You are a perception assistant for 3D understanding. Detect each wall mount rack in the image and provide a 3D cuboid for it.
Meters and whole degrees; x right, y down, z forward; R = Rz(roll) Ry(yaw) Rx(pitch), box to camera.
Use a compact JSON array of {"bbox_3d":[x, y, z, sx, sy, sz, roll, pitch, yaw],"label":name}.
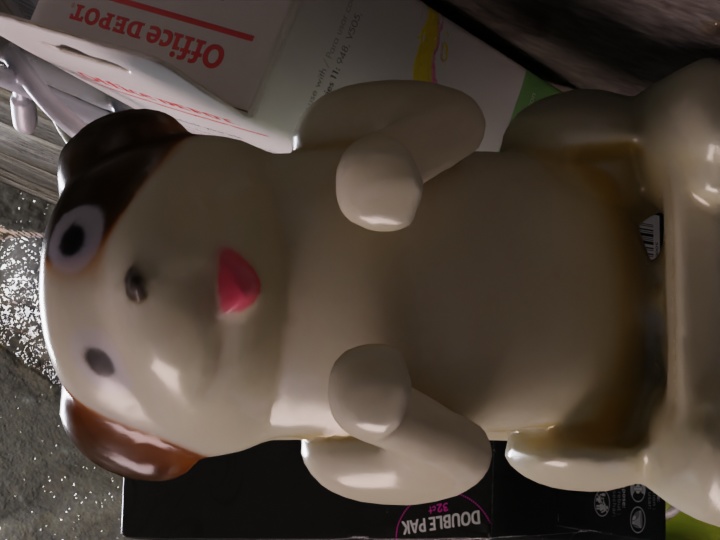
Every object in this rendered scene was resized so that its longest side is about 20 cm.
[{"bbox_3d":[-0.132,-0.069,1.099,0.174,0.075,0.200,26,-159,-51],"label":"wall mount rack"}]

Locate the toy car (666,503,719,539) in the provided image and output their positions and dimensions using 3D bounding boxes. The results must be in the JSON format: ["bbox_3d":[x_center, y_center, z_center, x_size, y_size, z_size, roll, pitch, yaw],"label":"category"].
[{"bbox_3d":[0.132,0.063,1.475,0.200,0.175,0.150,24,-150,-28],"label":"toy car"}]

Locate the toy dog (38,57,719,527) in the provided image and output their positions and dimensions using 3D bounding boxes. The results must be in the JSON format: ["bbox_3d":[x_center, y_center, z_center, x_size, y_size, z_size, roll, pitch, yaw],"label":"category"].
[{"bbox_3d":[0.000,0.000,0.915,0.200,0.140,0.194,-1,-171,-16],"label":"toy dog"}]

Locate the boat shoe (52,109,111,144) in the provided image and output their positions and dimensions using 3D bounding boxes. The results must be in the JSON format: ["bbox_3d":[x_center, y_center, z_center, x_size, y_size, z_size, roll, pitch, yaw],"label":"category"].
[{"bbox_3d":[-0.063,-0.067,1.209,0.068,0.075,0.200,0,-154,-38],"label":"boat shoe"}]

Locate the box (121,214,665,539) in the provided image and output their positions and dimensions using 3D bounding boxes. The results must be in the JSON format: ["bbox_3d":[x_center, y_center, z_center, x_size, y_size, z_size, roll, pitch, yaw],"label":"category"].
[{"bbox_3d":[0.013,0.042,1.240,0.200,0.149,0.124,-4,172,39],"label":"box"}]

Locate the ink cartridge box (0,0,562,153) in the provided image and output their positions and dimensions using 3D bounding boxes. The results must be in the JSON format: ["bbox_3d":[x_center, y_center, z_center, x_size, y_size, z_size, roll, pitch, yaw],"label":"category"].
[{"bbox_3d":[-0.030,-0.074,1.011,0.117,0.067,0.200,19,175,40],"label":"ink cartridge box"}]
